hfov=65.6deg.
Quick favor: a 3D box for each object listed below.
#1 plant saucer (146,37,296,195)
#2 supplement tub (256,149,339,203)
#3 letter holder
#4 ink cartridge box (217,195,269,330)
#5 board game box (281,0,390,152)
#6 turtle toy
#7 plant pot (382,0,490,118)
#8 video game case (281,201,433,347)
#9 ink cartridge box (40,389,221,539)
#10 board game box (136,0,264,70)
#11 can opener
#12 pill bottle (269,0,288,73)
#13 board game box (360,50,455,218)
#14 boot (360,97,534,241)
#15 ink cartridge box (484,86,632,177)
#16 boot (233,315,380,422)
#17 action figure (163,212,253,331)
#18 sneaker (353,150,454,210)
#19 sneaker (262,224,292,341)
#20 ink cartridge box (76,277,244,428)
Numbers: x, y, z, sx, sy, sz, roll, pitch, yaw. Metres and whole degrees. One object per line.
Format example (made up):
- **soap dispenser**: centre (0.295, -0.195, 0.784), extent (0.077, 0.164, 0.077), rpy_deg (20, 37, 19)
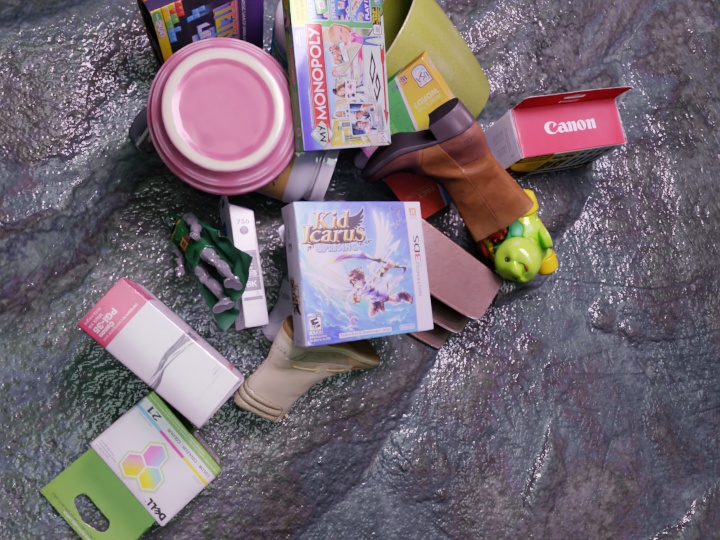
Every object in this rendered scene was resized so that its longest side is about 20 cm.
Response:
- **plant saucer**: centre (-0.173, -0.200, 0.715), extent (0.198, 0.051, 0.204), rpy_deg (0, 91, -11)
- **supplement tub**: centre (-0.135, -0.186, 0.821), extent (0.198, 0.145, 0.146), rpy_deg (18, 79, -10)
- **letter holder**: centre (0.094, 0.018, 0.873), extent (0.199, 0.101, 0.143), rpy_deg (36, 78, -6)
- **ink cartridge box**: centre (-0.172, -0.017, 0.813), extent (0.039, 0.099, 0.203), rpy_deg (-8, 86, -20)
- **board game box**: centre (-0.029, -0.262, 0.729), extent (0.133, 0.029, 0.203), rpy_deg (-11, 103, -29)
- **turtle toy**: centre (0.240, -0.049, 0.880), extent (0.100, 0.200, 0.147), rpy_deg (-25, 112, 5)
- **plant pot**: centre (0.105, -0.316, 0.893), extent (0.199, 0.187, 0.189), rpy_deg (28, 77, -25)
- **video game case**: centre (0.000, 0.000, 0.754), extent (0.198, 0.045, 0.184), rpy_deg (-4, 85, -30)
- **ink cartridge box**: centre (-0.309, 0.283, 0.754), extent (0.200, 0.076, 0.148), rpy_deg (-42, 93, -16)
- **board game box**: centre (-0.220, -0.354, 0.795), extent (0.164, 0.200, 0.057), rpy_deg (-30, 85, -14)
- **can opener**: centre (-0.271, -0.258, 0.812), extent (0.067, 0.053, 0.200), rpy_deg (42, 102, 8)
- **pill bottle**: centre (-0.077, -0.340, 0.827), extent (0.109, 0.200, 0.112), rpy_deg (2, 82, -12)
- **board game box**: centre (0.089, -0.189, 0.825), extent (0.152, 0.040, 0.200), rpy_deg (-30, 111, 28)
- **boot**: centre (0.122, -0.122, 0.809), extent (0.187, 0.069, 0.200), rpy_deg (-30, 119, 25)
- **ink cartridge box**: centre (0.320, -0.221, 0.918), extent (0.197, 0.176, 0.085), rpy_deg (-11, 85, -14)
- **boot**: centre (-0.074, 0.152, 0.824), extent (0.156, 0.199, 0.073), rpy_deg (-52, 52, 16)
- **action figure**: centre (-0.227, -0.023, 0.786), extent (0.054, 0.200, 0.119), rpy_deg (6, 120, -48)
- **sneaker**: centre (0.084, -0.153, 0.910), extent (0.197, 0.074, 0.088), rpy_deg (11, 92, -8)
- **sneaker**: centre (-0.093, 0.001, 0.822), extent (0.200, 0.075, 0.115), rpy_deg (-49, 126, -17)
- **ink cartridge box**: centre (-0.258, 0.110, 0.752), extent (0.200, 0.146, 0.083), rpy_deg (43, 77, -4)
